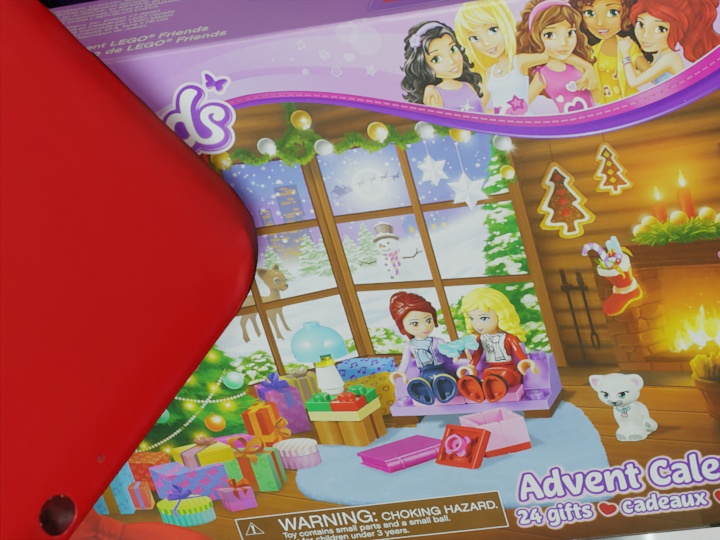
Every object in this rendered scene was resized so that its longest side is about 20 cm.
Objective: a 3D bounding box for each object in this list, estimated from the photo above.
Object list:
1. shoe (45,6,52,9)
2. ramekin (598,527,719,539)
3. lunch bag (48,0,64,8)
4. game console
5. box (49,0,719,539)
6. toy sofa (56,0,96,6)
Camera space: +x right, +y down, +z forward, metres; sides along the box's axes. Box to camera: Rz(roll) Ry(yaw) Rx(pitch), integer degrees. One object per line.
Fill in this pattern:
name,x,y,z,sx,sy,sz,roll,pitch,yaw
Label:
shoe,-0.149,-0.034,0.685,0.200,0.091,0.072,5,54,-40
ramekin,0.148,0.048,0.775,0.200,0.098,0.201,-1,97,-7
lunch bag,0.015,-0.134,0.793,0.136,0.132,0.200,36,65,-11
game console,-0.153,0.010,0.574,0.172,0.119,0.200,28,72,30
box,0.000,0.000,0.634,0.039,0.199,0.137,-69,147,-57
toy sofa,0.006,-0.053,0.674,0.200,0.098,0.083,30,27,-6
